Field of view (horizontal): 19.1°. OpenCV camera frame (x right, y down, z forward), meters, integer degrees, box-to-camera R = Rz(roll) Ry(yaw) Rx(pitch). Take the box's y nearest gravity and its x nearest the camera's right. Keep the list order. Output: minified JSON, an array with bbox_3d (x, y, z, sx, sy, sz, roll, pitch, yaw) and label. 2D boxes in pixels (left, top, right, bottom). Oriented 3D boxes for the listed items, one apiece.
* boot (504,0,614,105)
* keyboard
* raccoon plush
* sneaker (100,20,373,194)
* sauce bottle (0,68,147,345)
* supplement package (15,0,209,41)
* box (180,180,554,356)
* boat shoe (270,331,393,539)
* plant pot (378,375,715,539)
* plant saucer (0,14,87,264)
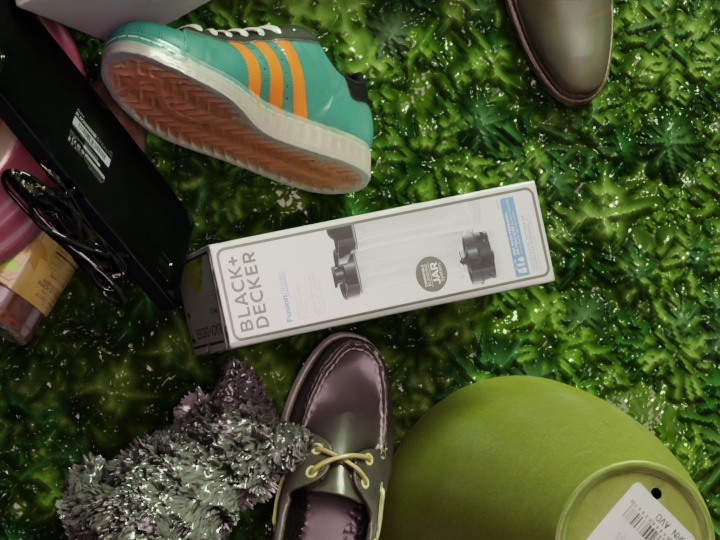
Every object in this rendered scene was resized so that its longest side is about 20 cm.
[{"bbox_3d":[0.131,-0.206,1.309,0.074,0.097,0.202,-6,87,-14],"label":"boot"},{"bbox_3d":[-0.164,-0.056,1.171,0.200,0.039,0.105,53,31,-33],"label":"keyboard"},{"bbox_3d":[-0.088,0.136,1.186,0.134,0.200,0.097,-38,113,7],"label":"raccoon plush"},{"bbox_3d":[-0.070,-0.112,1.246,0.199,0.071,0.081,24,60,-42],"label":"sneaker"},{"bbox_3d":[-0.168,-0.056,1.242,0.064,0.065,0.201,32,77,-10],"label":"sauce bottle"},{"bbox_3d":[-0.145,-0.247,1.190,0.117,0.117,0.201,-25,74,19],"label":"supplement package"},{"bbox_3d":[0.000,0.000,1.252,0.198,0.117,0.061,-12,89,-14],"label":"box"},{"bbox_3d":[-0.016,0.136,1.266,0.071,0.061,0.203,12,83,-12],"label":"boat shoe"},{"bbox_3d":[0.122,0.152,1.228,0.185,0.200,0.189,1,85,-14],"label":"plant pot"},{"bbox_3d":[-0.253,-0.091,1.197,0.199,0.051,0.202,-1,75,4],"label":"plant saucer"}]
